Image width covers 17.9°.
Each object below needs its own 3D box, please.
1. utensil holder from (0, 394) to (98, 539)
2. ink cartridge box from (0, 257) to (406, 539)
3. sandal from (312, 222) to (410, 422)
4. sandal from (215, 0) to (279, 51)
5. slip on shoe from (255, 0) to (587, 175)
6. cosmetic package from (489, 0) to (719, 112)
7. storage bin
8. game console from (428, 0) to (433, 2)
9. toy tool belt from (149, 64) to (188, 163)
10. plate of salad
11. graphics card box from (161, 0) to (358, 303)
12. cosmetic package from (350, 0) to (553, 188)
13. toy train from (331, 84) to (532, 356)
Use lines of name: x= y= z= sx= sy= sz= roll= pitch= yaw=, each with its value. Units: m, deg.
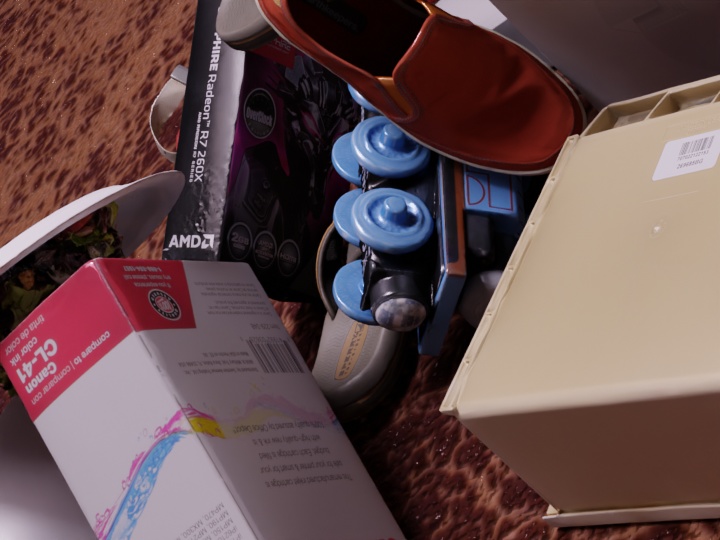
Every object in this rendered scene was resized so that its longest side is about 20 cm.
utensil holder: x=-0.149 y=0.146 z=1.282 sx=0.169 sy=0.170 sz=0.201 roll=-6 pitch=47 yaw=55
ink cartridge box: x=-0.073 y=0.097 z=1.142 sx=0.085 sy=0.147 sz=0.201 roll=-37 pitch=71 yaw=22
sandal: x=0.000 y=0.000 z=1.348 sx=0.081 sy=0.055 sz=0.201 roll=-22 pitch=37 yaw=43
sandal: x=-0.033 y=-0.191 z=1.270 sx=0.200 sy=0.054 sz=0.082 roll=-32 pitch=36 yaw=56
slip on shoe: x=0.033 y=-0.111 z=1.214 sx=0.074 sy=0.199 sz=0.061 roll=-58 pitch=9 yaw=1
cosmetic package: x=0.167 y=-0.197 z=1.196 sx=0.199 sy=0.200 sz=0.124 roll=-22 pitch=37 yaw=42
storage bin: x=0.163 y=0.007 z=1.057 sx=0.199 sy=0.094 sz=0.200 roll=-12 pitch=44 yaw=52
game console: x=0.053 y=-0.287 z=1.514 sx=0.172 sy=0.119 sz=0.201 roll=-30 pitch=28 yaw=18
toy tool belt: x=-0.057 y=-0.123 z=1.580 sx=0.201 sy=0.124 sz=0.123 roll=-58 pitch=-15 yaw=-20
plate of salad: x=-0.166 y=0.018 z=1.204 sx=0.199 sy=0.048 sz=0.200 roll=-37 pitch=-6 yaw=-5
graphics card box: x=-0.055 y=-0.088 z=1.405 sx=0.051 sy=0.125 sz=0.202 roll=2 pitch=79 yaw=35
cosmetic package: x=0.062 y=-0.136 z=1.451 sx=0.199 sy=0.051 sz=0.083 roll=-34 pitch=31 yaw=30
toy train: x=0.045 y=-0.044 z=1.281 sx=0.087 sy=0.113 sz=0.201 roll=104 pitch=169 yaw=-46
